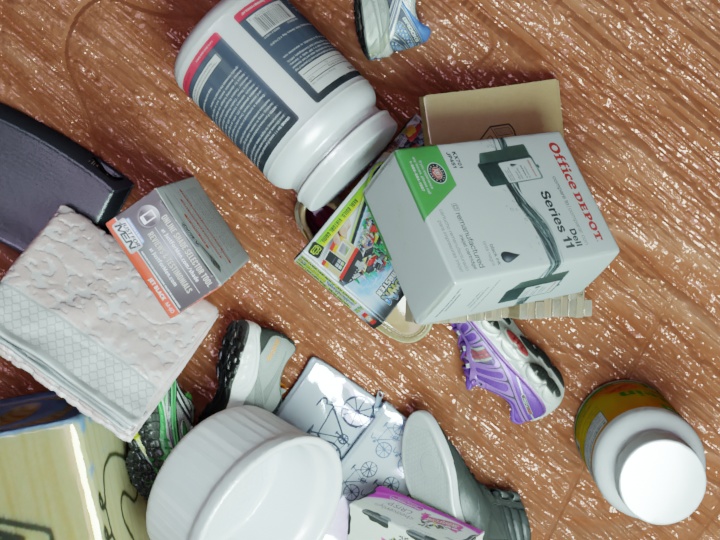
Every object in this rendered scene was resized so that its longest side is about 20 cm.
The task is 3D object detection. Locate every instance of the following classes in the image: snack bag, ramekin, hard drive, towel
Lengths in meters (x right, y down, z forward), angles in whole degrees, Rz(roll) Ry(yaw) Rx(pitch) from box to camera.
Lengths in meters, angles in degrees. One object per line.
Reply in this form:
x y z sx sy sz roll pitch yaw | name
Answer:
-0.024 0.216 1.339 0.200 0.021 0.189 36 97 -3 | snack bag
-0.121 0.235 1.242 0.098 0.200 0.201 30 98 34 | ramekin
-0.357 -0.088 1.301 0.199 0.042 0.135 30 97 -2 | hard drive
-0.261 0.046 1.219 0.200 0.191 0.032 35 134 -6 | towel

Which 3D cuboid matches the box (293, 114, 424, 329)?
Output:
0.035 -0.052 1.255 0.110 0.035 0.200 40 69 -5 | box

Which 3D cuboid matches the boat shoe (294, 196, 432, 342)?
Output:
0.000 0.000 1.289 0.074 0.066 0.200 -43 94 6 | boat shoe

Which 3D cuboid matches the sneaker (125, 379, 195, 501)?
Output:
-0.198 0.174 1.285 0.078 0.085 0.201 7 119 36 | sneaker

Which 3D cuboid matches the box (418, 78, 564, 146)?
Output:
0.144 -0.088 1.261 0.163 0.021 0.201 -11 98 -26 | box

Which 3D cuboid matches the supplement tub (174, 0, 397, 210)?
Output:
-0.075 -0.173 1.221 0.140 0.140 0.200 -44 85 6 | supplement tub

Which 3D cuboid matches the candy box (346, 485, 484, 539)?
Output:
0.050 0.345 1.284 0.136 0.061 0.201 19 114 35 | candy box

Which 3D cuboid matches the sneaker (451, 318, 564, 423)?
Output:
0.127 0.081 1.294 0.083 0.081 0.200 -39 89 24 | sneaker

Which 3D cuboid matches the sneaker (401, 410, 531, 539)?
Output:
0.115 0.236 1.310 0.071 0.099 0.201 -27 83 48 | sneaker

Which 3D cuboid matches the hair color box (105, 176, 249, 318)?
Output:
-0.177 -0.028 1.224 0.064 0.200 0.111 -33 94 5 | hair color box

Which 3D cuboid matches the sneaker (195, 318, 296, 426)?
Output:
-0.125 0.153 1.311 0.079 0.074 0.201 13 106 -28 | sneaker

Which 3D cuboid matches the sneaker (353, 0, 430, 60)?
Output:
0.032 -0.321 1.255 0.085 0.077 0.201 -8 104 -7 | sneaker

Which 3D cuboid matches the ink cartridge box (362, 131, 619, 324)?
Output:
0.124 -0.044 1.155 0.199 0.083 0.147 -10 66 -31 | ink cartridge box

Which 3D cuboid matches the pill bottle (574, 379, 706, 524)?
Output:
0.284 0.184 1.236 0.110 0.200 0.112 0 97 1 | pill bottle

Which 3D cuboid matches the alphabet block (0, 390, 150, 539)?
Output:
-0.340 0.242 1.267 0.195 0.195 0.201 -11 97 5 | alphabet block

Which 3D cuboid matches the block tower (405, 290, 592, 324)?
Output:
0.135 0.021 1.219 0.199 0.054 0.058 0 93 -28 | block tower
